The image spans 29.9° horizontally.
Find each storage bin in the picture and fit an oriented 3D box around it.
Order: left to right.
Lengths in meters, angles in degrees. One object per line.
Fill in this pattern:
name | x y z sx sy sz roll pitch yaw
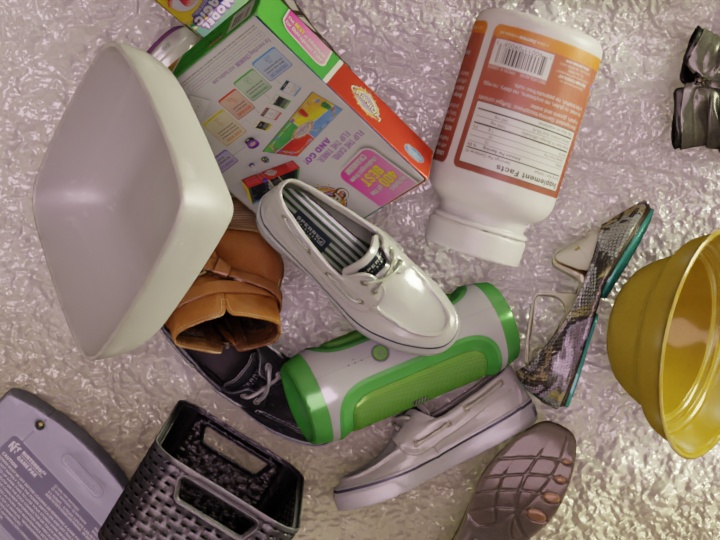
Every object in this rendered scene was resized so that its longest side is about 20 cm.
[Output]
storage bin | -0.129 0.198 1.138 0.135 0.200 0.094 32 95 -4

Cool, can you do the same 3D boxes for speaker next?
speaker | 0.035 0.079 1.166 0.199 0.088 0.089 -21 96 -15

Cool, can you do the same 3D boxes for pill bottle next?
pill bottle | 0.124 -0.111 1.148 0.111 0.112 0.202 17 96 -2

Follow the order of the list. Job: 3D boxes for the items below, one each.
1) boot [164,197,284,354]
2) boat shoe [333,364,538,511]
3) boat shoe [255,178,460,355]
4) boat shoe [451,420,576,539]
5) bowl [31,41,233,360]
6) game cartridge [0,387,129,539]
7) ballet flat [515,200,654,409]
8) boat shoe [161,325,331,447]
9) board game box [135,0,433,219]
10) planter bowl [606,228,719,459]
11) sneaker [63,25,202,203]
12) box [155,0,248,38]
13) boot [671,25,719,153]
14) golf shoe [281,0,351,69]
boot | -0.162 0.013 1.140 0.198 0.156 0.077 -2 133 -10
boat shoe | 0.059 0.147 1.203 0.199 0.072 0.066 -26 91 1
boat shoe | 0.000 0.000 1.098 0.199 0.067 0.074 33 70 -5
boat shoe | 0.125 0.216 1.209 0.074 0.073 0.201 32 100 -1
bowl | -0.174 -0.054 1.054 0.074 0.201 0.200 2 137 -38
game cartridge | -0.281 0.211 1.221 0.133 0.041 0.200 -41 95 7
ballet flat | 0.190 0.020 1.185 0.072 0.072 0.202 26 84 -3
boat shoe | -0.096 0.090 1.194 0.200 0.068 0.072 41 94 -4
board game box | -0.061 -0.115 1.112 0.153 0.041 0.200 -30 120 34
planter bowl | 0.269 0.055 1.167 0.083 0.200 0.202 12 97 37
sneaker | -0.183 -0.112 1.169 0.099 0.075 0.200 39 94 -4
box | -0.155 -0.288 1.136 0.200 0.048 0.118 42 95 17
boot | 0.328 -0.105 1.160 0.129 0.068 0.202 4 88 2
golf shoe | -0.069 -0.194 1.154 0.200 0.094 0.078 40 95 -3
